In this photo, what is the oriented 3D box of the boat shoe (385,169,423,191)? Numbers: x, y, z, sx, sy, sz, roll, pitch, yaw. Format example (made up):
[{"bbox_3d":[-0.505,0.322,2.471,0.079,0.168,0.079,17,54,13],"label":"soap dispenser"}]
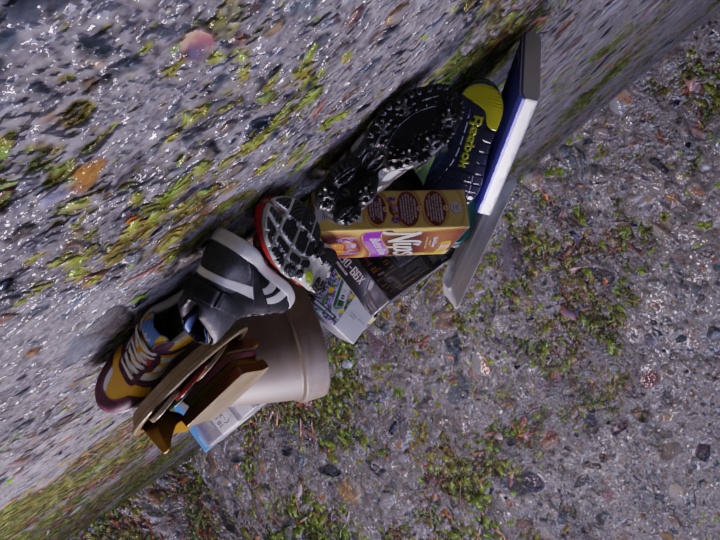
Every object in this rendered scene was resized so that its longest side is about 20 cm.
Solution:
[{"bbox_3d":[0.043,-0.115,1.065,0.074,0.076,0.200,-32,169,16],"label":"boat shoe"}]

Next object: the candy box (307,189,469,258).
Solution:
[{"bbox_3d":[0.029,-0.059,0.974,0.198,0.057,0.117,-4,165,-11],"label":"candy box"}]

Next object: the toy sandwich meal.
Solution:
[{"bbox_3d":[-0.192,0.147,0.924,0.205,0.070,0.205,-45,178,-2],"label":"toy sandwich meal"}]

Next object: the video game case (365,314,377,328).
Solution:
[{"bbox_3d":[0.019,0.009,1.408,0.181,0.035,0.202,127,-22,-72],"label":"video game case"}]

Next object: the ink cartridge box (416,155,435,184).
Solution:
[{"bbox_3d":[0.108,-0.088,1.247,0.200,0.146,0.048,-43,170,34],"label":"ink cartridge box"}]

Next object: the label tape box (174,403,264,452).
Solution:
[{"bbox_3d":[-0.268,0.223,1.310,0.200,0.145,0.063,-41,173,24],"label":"label tape box"}]

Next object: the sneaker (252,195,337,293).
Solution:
[{"bbox_3d":[-0.093,-0.028,0.871,0.078,0.084,0.200,-64,160,-16],"label":"sneaker"}]

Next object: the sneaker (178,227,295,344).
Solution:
[{"bbox_3d":[-0.144,0.036,0.833,0.112,0.073,0.200,-58,160,-11],"label":"sneaker"}]

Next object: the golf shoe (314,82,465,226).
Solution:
[{"bbox_3d":[0.028,-0.139,0.850,0.199,0.078,0.095,-38,-169,11],"label":"golf shoe"}]

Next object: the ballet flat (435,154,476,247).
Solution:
[{"bbox_3d":[0.136,-0.123,1.109,0.072,0.071,0.202,123,-25,-71],"label":"ballet flat"}]

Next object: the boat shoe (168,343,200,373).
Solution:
[{"bbox_3d":[-0.247,0.117,0.974,0.200,0.072,0.063,-40,159,-31],"label":"boat shoe"}]

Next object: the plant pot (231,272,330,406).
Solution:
[{"bbox_3d":[-0.161,0.119,1.117,0.172,0.202,0.200,-17,165,-22],"label":"plant pot"}]

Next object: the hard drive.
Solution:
[{"bbox_3d":[0.192,-0.189,0.986,0.201,0.025,0.133,103,-1,-52],"label":"hard drive"}]

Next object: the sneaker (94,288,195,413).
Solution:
[{"bbox_3d":[-0.244,0.086,0.871,0.200,0.075,0.090,-45,166,0],"label":"sneaker"}]

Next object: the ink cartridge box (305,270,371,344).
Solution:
[{"bbox_3d":[0.000,0.000,1.172,0.201,0.109,0.050,-54,-149,-13],"label":"ink cartridge box"}]

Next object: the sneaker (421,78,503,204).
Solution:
[{"bbox_3d":[0.139,-0.165,1.008,0.083,0.073,0.201,-77,-172,-56],"label":"sneaker"}]

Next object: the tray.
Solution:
[{"bbox_3d":[0.166,-0.048,1.102,0.107,0.022,0.201,-104,-143,-80],"label":"tray"}]

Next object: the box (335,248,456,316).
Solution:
[{"bbox_3d":[0.037,-0.043,1.113,0.200,0.158,0.050,-32,172,-47],"label":"box"}]
